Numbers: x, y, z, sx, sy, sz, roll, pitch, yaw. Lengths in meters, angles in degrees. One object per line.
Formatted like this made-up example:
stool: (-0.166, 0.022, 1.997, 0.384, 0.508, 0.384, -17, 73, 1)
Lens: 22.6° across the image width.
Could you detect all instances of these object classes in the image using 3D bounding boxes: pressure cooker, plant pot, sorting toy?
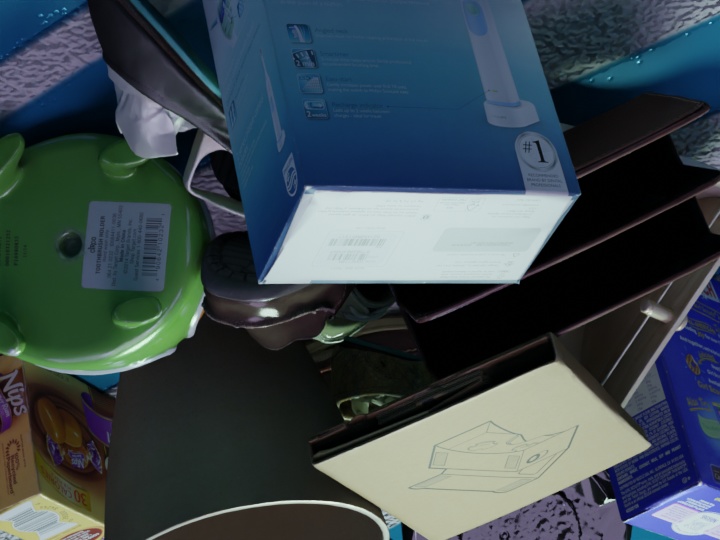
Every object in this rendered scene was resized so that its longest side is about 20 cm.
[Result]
pressure cooker: (0.113, 0.156, 1.375, 0.175, 0.200, 0.179, 36, 104, -15)
plant pot: (-0.092, 0.104, 1.199, 0.185, 0.202, 0.188, -11, 150, -6)
sorting toy: (0.138, -0.014, 1.179, 0.179, 0.107, 0.201, 26, 102, -36)

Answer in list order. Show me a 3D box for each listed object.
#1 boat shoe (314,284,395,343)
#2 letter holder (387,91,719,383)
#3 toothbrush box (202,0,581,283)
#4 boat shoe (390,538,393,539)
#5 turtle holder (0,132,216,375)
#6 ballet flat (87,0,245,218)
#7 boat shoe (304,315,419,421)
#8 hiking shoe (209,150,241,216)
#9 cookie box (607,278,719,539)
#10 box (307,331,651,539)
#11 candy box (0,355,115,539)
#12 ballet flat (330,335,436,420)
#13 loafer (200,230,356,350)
boat shoe: (0.000, 0.000, 1.201, 0.071, 0.063, 0.201, -1, 148, -20)
letter holder: (0.117, -0.017, 1.053, 0.198, 0.101, 0.142, -25, -172, -3)
toothbrush box: (0.008, -0.099, 0.906, 0.145, 0.202, 0.085, -1, 149, -23)
boat shoe: (-0.044, 0.206, 1.413, 0.065, 0.199, 0.072, -57, 154, -8)
turtle holder: (-0.170, 0.003, 1.064, 0.184, 0.142, 0.132, -28, 165, 6)
ballet flat: (-0.084, -0.078, 0.970, 0.200, 0.068, 0.069, 38, 96, -25)
boat shoe: (-0.020, 0.088, 1.328, 0.198, 0.073, 0.072, -10, 150, -7)
hiking shoe: (0.010, -0.075, 1.090, 0.198, 0.077, 0.101, -7, 163, -1)
cookie box: (0.238, 0.094, 1.318, 0.075, 0.202, 0.170, -31, 145, 31)
box: (0.079, 0.108, 1.115, 0.162, 0.021, 0.200, -25, 150, 14)
candy box: (-0.202, 0.148, 1.311, 0.056, 0.118, 0.200, -25, 147, 19)
ballet flat: (0.049, 0.085, 1.175, 0.070, 0.071, 0.199, 15, 173, -40)
loafer: (-0.040, 0.015, 1.066, 0.072, 0.072, 0.200, 12, -170, 16)
